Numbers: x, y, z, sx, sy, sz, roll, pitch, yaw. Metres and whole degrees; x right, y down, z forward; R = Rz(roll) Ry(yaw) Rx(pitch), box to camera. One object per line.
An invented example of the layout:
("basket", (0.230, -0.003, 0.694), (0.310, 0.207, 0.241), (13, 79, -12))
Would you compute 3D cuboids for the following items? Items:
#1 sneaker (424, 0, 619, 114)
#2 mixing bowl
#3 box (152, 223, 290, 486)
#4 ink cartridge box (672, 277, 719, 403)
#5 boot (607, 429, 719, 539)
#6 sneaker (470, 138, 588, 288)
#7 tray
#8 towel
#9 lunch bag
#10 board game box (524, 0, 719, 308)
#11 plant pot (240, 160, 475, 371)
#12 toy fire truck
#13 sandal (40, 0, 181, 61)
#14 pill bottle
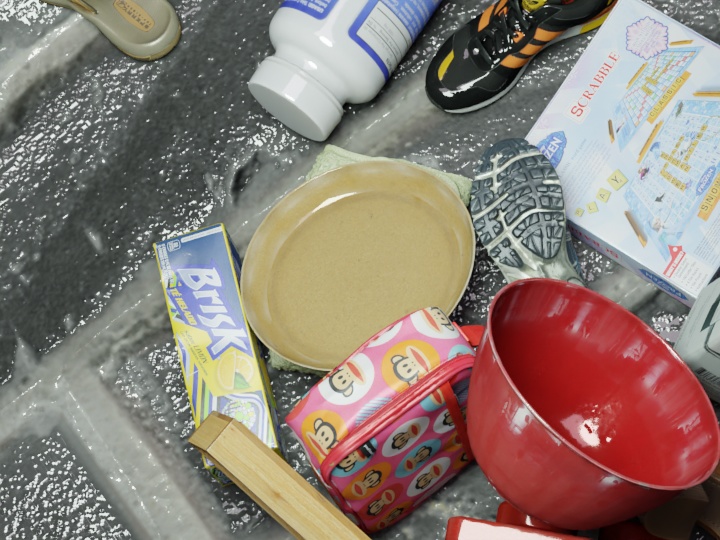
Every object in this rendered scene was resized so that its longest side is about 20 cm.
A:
("sneaker", (0.135, -0.214, 1.798), (0.199, 0.090, 0.070), (-33, 71, -4))
("mixing bowl", (0.152, 0.114, 1.547), (0.200, 0.199, 0.109), (48, 126, 18))
("box", (-0.115, 0.069, 1.750), (0.064, 0.070, 0.202), (-16, 71, 2))
("ink cartridge box", (0.334, 0.060, 1.607), (0.146, 0.200, 0.084), (28, 76, -2))
("boot", (0.276, 0.158, 1.667), (0.198, 0.077, 0.156), (12, 33, -21))
("sneaker", (0.142, -0.008, 1.729), (0.077, 0.086, 0.202), (-17, 79, 3))
("tray", (-0.043, 0.188, 1.643), (0.200, 0.099, 0.037), (42, 81, -10))
("towel", (0.006, -0.002, 1.775), (0.147, 0.037, 0.202), (10, 74, 12))
("lunch bag", (0.038, 0.110, 1.649), (0.176, 0.200, 0.082), (-38, 66, -5))
("board game box", (0.251, -0.102, 1.771), (0.199, 0.041, 0.201), (33, 79, 16))
("plant pot", (0.000, 0.000, 1.721), (0.198, 0.028, 0.202), (-9, 56, 14))
("toy fire truck", (0.166, 0.233, 1.606), (0.198, 0.168, 0.113), (10, 73, 11))
("sandal", (-0.243, -0.261, 1.884), (0.199, 0.054, 0.080), (37, 80, 17))
("pill bottle", (-0.008, -0.215, 1.807), (0.112, 0.112, 0.201), (32, 79, 16))
